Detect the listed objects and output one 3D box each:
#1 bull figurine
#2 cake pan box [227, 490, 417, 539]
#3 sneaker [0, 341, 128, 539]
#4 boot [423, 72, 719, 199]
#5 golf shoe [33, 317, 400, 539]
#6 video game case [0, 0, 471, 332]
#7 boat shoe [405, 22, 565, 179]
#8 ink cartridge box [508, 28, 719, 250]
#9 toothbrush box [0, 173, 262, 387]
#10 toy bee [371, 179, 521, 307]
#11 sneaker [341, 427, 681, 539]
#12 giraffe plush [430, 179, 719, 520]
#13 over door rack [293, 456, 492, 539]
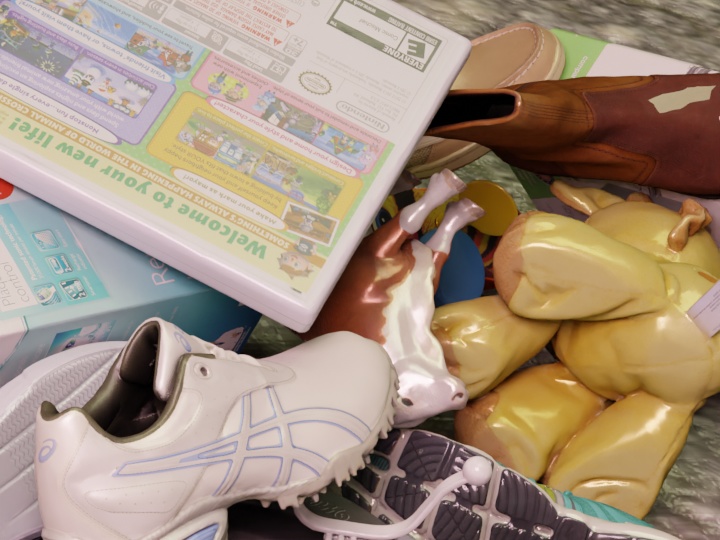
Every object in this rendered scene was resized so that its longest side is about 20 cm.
[{"bbox_3d":[0.000,0.000,1.135,0.065,0.121,0.200,42,-6,-40],"label":"bull figurine"},{"bbox_3d":[-0.047,0.162,0.987,0.184,0.052,0.200,26,29,4],"label":"cake pan box"},{"bbox_3d":[-0.163,0.087,0.968,0.200,0.073,0.071,-30,17,-35],"label":"sneaker"},{"bbox_3d":[0.120,-0.083,1.158,0.188,0.069,0.200,10,1,31],"label":"boot"},{"bbox_3d":[-0.057,0.057,0.958,0.078,0.097,0.200,4,27,39],"label":"golf shoe"},{"bbox_3d":[-0.073,-0.085,1.037,0.200,0.022,0.182,27,55,4],"label":"video game case"},{"bbox_3d":[0.024,-0.091,1.317,0.065,0.200,0.071,56,5,-37],"label":"boat shoe"},{"bbox_3d":[0.195,-0.049,1.331,0.200,0.084,0.146,21,-21,38],"label":"ink cartridge box"},{"bbox_3d":[-0.159,-0.011,1.038,0.200,0.085,0.146,-13,57,-37],"label":"toothbrush box"},{"bbox_3d":[0.025,-0.023,1.261,0.131,0.109,0.200,-17,2,21],"label":"toy bee"},{"bbox_3d":[0.083,0.135,1.113,0.200,0.078,0.080,24,7,1],"label":"sneaker"},{"bbox_3d":[0.138,0.019,1.208,0.173,0.200,0.162,57,17,-14],"label":"giraffe plush"},{"bbox_3d":[0.063,0.150,0.958,0.200,0.067,0.148,19,30,-4],"label":"over door rack"}]
